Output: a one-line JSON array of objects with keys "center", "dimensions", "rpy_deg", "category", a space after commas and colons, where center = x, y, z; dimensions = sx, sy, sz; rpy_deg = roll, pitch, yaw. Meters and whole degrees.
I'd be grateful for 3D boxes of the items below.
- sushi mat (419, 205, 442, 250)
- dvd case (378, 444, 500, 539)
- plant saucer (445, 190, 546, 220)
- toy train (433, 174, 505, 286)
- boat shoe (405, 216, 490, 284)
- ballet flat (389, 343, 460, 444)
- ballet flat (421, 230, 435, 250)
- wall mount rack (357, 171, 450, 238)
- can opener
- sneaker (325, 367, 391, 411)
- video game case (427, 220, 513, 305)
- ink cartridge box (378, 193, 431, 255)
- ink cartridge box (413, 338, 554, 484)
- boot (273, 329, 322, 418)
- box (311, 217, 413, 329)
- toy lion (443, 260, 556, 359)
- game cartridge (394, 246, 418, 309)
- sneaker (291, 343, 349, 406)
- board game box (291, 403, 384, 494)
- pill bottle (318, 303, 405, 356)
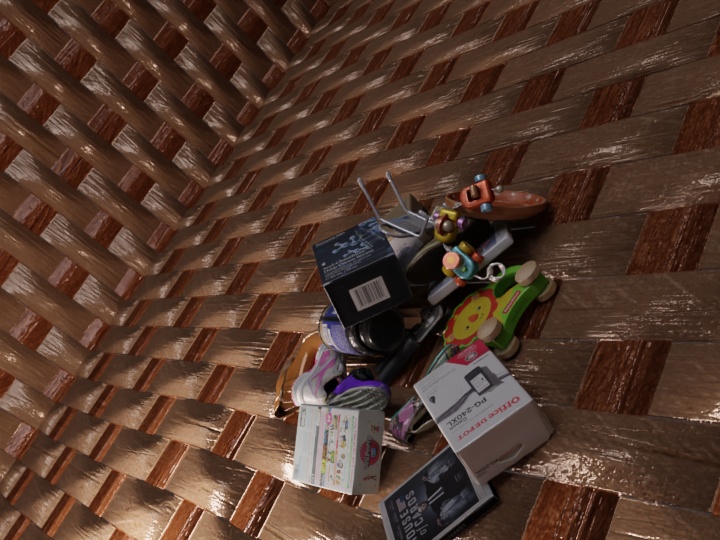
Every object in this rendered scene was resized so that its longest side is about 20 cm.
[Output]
[{"center": [0.153, -0.070, 1.730], "dimensions": [0.201, 0.012, 0.096], "rpy_deg": [-56, 27, -13], "category": "sushi mat"}, {"center": [0.120, 0.372, 1.196], "dimensions": [0.200, 0.025, 0.151], "rpy_deg": [-42, 27, 11], "category": "dvd case"}, {"center": [0.269, -0.131, 1.493], "dimensions": [0.200, 0.199, 0.033], "rpy_deg": [-146, 54, -63], "category": "plant saucer"}, {"center": [0.198, -0.073, 1.381], "dimensions": [0.150, 0.055, 0.202], "rpy_deg": [-14, 77, 36], "category": "toy train"}, {"center": [0.166, -0.043, 1.489], "dimensions": [0.199, 0.072, 0.076], "rpy_deg": [-33, 27, -11], "category": "boat shoe"}, {"center": [0.131, 0.228, 1.333], "dimensions": [0.200, 0.069, 0.071], "rpy_deg": [-53, 51, 6], "category": "ballet flat"}, {"center": [0.177, -0.056, 1.578], "dimensions": [0.072, 0.072, 0.200], "rpy_deg": [-8, 30, 52], "category": "ballet flat"}, {"center": [0.086, -0.130, 1.519], "dimensions": [0.200, 0.173, 0.075], "rpy_deg": [-21, -46, -56], "category": "wall mount rack"}, {"center": [0.111, 0.149, 1.481], "dimensions": [0.200, 0.067, 0.053], "rpy_deg": [-54, 25, 19], "category": "can opener"}, {"center": [0.002, 0.231, 1.482], "dimensions": [0.200, 0.070, 0.100], "rpy_deg": [-29, 25, 52], "category": "sneaker"}, {"center": [0.219, -0.025, 1.500], "dimensions": [0.200, 0.023, 0.182], "rpy_deg": [-40, 8, 17], "category": "video game case"}, {"center": [0.070, -0.066, 1.741], "dimensions": [0.200, 0.075, 0.165], "rpy_deg": [-42, 17, 20], "category": "ink cartridge box"}, {"center": [0.192, 0.220, 1.196], "dimensions": [0.145, 0.084, 0.200], "rpy_deg": [-35, 27, 0], "category": "ink cartridge box"}, {"center": [-0.124, 0.235, 1.675], "dimensions": [0.200, 0.073, 0.155], "rpy_deg": [-49, 18, 33], "category": "boot"}, {"center": [0.000, 0.000, 1.471], "dimensions": [0.148, 0.108, 0.200], "rpy_deg": [-25, 25, 1], "category": "box"}, {"center": [0.240, 0.075, 1.374], "dimensions": [0.200, 0.069, 0.191], "rpy_deg": [-54, 20, -10], "category": "toy lion"}, {"center": [0.064, 0.040, 1.609], "dimensions": [0.200, 0.041, 0.134], "rpy_deg": [-57, 8, 50], "category": "game cartridge"}, {"center": [-0.060, 0.221, 1.607], "dimensions": [0.088, 0.082, 0.200], "rpy_deg": [13, 51, 30], "category": "sneaker"}, {"center": [-0.044, 0.329, 1.394], "dimensions": [0.199, 0.064, 0.149], "rpy_deg": [-8, 74, 54], "category": "board game box"}, {"center": [0.003, 0.116, 1.519], "dimensions": [0.112, 0.112, 0.200], "rpy_deg": [-58, 24, -18], "category": "pill bottle"}]
